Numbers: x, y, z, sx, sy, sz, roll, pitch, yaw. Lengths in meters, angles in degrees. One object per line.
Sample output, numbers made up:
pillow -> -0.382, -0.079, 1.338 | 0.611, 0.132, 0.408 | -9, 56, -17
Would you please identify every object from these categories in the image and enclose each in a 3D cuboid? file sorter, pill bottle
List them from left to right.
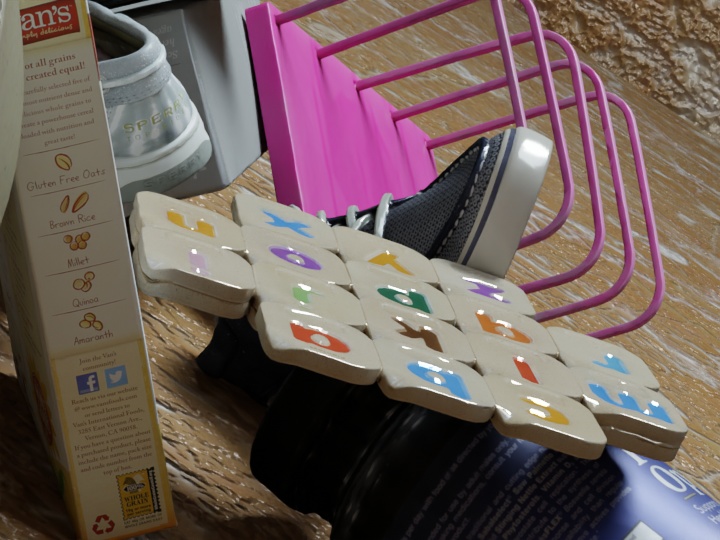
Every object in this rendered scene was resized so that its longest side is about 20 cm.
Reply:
file sorter -> 0.052, -0.046, 1.389 | 0.200, 0.125, 0.140 | 35, 42, -61
pill bottle -> 0.060, 0.101, 1.073 | 0.200, 0.112, 0.112 | 37, 13, 18

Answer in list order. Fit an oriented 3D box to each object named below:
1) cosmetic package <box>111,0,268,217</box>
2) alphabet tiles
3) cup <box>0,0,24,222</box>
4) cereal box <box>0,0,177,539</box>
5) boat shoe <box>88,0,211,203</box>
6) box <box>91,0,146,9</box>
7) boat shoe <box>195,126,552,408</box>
cosmetic package -> -0.101, -0.077, 1.328 | 0.200, 0.106, 0.091 | -51, 128, -81
alphabet tiles -> 0.014, 0.019, 1.027 | 0.199, 0.015, 0.196 | 19, 13, -12
cup -> -0.182, -0.036, 0.871 | 0.200, 0.200, 0.143 | 38, -14, 25
cereal box -> -0.106, -0.026, 0.997 | 0.039, 0.201, 0.144 | -12, 26, -10
boat shoe -> -0.135, -0.091, 1.170 | 0.202, 0.074, 0.065 | 33, -36, 45
box -> -0.112, -0.150, 1.265 | 0.199, 0.040, 0.137 | -10, -11, 30
boat shoe -> 0.000, 0.000, 1.192 | 0.092, 0.200, 0.075 | 25, 45, -6
